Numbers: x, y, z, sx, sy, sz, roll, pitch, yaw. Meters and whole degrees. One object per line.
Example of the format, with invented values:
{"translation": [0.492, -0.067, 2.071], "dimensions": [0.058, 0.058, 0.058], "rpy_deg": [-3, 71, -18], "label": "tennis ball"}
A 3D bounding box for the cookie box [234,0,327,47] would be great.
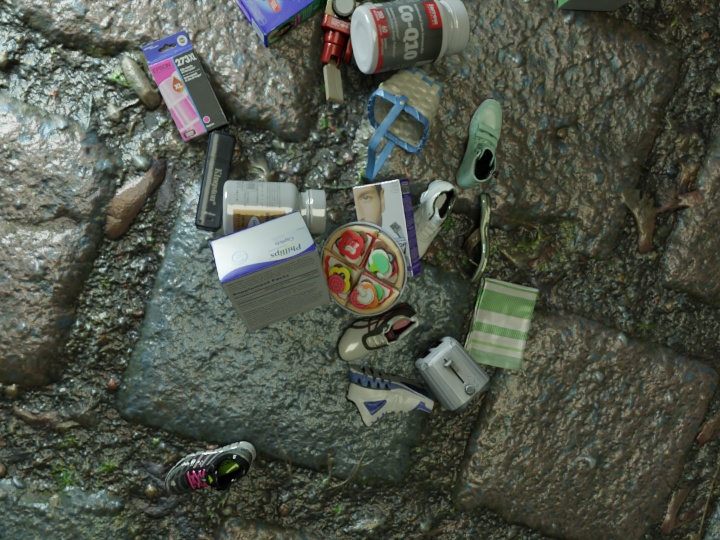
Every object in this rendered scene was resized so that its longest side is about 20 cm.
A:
{"translation": [-0.155, -0.576, 1.006], "dimensions": [0.199, 0.075, 0.172], "rpy_deg": [-36, 101, -4], "label": "cookie box"}

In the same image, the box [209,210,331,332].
{"translation": [-0.168, 0.006, 1.004], "dimensions": [0.182, 0.201, 0.106], "rpy_deg": [-20, 58, -8], "label": "box"}

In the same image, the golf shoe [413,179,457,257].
{"translation": [0.142, -0.102, 1.106], "dimensions": [0.078, 0.097, 0.201], "rpy_deg": [25, 93, -14], "label": "golf shoe"}

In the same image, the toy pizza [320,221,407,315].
{"translation": [0.000, 0.000, 1.075], "dimensions": [0.198, 0.032, 0.202], "rpy_deg": [5, 104, 21], "label": "toy pizza"}

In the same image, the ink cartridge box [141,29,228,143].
{"translation": [-0.347, -0.365, 1.019], "dimensions": [0.094, 0.037, 0.202], "rpy_deg": [-25, 98, -7], "label": "ink cartridge box"}

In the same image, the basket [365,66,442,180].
{"translation": [0.071, -0.290, 1.037], "dimensions": [0.138, 0.176, 0.201], "rpy_deg": [29, 77, 2], "label": "basket"}

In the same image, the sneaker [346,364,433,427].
{"translation": [0.053, 0.294, 1.151], "dimensions": [0.198, 0.081, 0.116], "rpy_deg": [19, 97, -5], "label": "sneaker"}

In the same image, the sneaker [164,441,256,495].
{"translation": [-0.319, 0.427, 1.088], "dimensions": [0.198, 0.087, 0.074], "rpy_deg": [-17, 99, -8], "label": "sneaker"}

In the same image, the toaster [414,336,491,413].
{"translation": [0.193, 0.221, 1.118], "dimensions": [0.113, 0.200, 0.130], "rpy_deg": [-38, 84, -5], "label": "toaster"}

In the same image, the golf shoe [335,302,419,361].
{"translation": [0.036, 0.136, 1.120], "dimensions": [0.199, 0.088, 0.078], "rpy_deg": [-31, 103, -4], "label": "golf shoe"}

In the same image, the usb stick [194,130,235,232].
{"translation": [-0.295, -0.180, 1.045], "dimensions": [0.055, 0.032, 0.202], "rpy_deg": [7, 97, -41], "label": "usb stick"}

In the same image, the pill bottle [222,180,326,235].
{"translation": [-0.171, -0.119, 1.037], "dimensions": [0.198, 0.114, 0.116], "rpy_deg": [0, 97, -10], "label": "pill bottle"}

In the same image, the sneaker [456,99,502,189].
{"translation": [0.273, -0.273, 1.097], "dimensions": [0.073, 0.118, 0.202], "rpy_deg": [17, 92, -10], "label": "sneaker"}

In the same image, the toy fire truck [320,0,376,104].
{"translation": [-0.003, -0.431, 1.037], "dimensions": [0.174, 0.129, 0.202], "rpy_deg": [14, 106, -12], "label": "toy fire truck"}

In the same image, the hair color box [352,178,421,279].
{"translation": [0.057, -0.085, 1.085], "dimensions": [0.108, 0.065, 0.202], "rpy_deg": [-5, 98, 26], "label": "hair color box"}

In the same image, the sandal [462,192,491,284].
{"translation": [0.257, -0.071, 1.148], "dimensions": [0.057, 0.080, 0.203], "rpy_deg": [4, 90, 7], "label": "sandal"}

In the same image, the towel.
{"translation": [0.327, 0.126, 1.202], "dimensions": [0.151, 0.023, 0.202], "rpy_deg": [11, 94, -12], "label": "towel"}

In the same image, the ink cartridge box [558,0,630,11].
{"translation": [0.512, -0.680, 1.109], "dimensions": [0.144, 0.087, 0.202], "rpy_deg": [-3, 95, -9], "label": "ink cartridge box"}

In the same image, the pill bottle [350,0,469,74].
{"translation": [0.092, -0.437, 0.951], "dimensions": [0.198, 0.114, 0.115], "rpy_deg": [-16, 99, -15], "label": "pill bottle"}
